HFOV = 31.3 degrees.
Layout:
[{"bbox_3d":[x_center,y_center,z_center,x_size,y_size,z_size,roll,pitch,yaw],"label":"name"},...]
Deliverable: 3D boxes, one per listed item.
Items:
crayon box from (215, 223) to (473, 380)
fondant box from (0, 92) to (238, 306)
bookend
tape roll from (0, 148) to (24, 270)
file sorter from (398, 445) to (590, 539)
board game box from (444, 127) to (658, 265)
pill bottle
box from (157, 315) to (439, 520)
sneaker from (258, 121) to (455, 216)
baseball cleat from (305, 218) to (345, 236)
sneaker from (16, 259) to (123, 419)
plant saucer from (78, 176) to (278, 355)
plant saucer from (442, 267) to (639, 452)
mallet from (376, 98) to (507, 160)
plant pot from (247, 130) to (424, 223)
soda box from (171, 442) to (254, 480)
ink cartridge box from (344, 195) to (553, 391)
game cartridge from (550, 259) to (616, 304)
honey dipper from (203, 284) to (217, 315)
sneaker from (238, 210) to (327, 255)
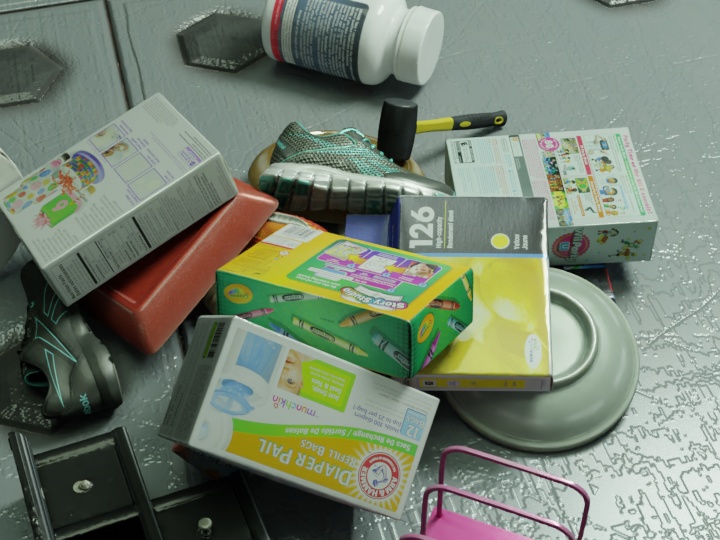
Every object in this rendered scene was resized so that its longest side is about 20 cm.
[{"bbox_3d":[-0.014,0.023,1.134,0.199,0.059,0.119,14,30,28],"label":"crayon box"},{"bbox_3d":[-0.240,-0.074,1.254,0.200,0.058,0.144,-34,45,-12],"label":"fondant box"},{"bbox_3d":[-0.174,0.210,1.085,0.199,0.092,0.199,-15,48,-15],"label":"bookend"},{"bbox_3d":[-0.422,-0.046,1.258,0.202,0.203,0.037,-30,53,-26],"label":"tape roll"},{"bbox_3d":[0.091,0.259,1.016,0.138,0.126,0.200,16,48,15],"label":"file sorter"},{"bbox_3d":[0.194,-0.076,1.339,0.199,0.064,0.148,-4,47,-1],"label":"board game box"},{"bbox_3d":[-0.007,-0.290,1.550,0.199,0.120,0.120,18,48,16],"label":"pill bottle"},{"bbox_3d":[-0.051,0.124,1.080,0.199,0.101,0.113,23,79,-21],"label":"box"},{"bbox_3d":[0.001,-0.104,1.298,0.199,0.078,0.092,11,63,-5],"label":"sneaker"},{"bbox_3d":[0.000,0.000,1.305,0.106,0.070,0.200,-20,50,-18],"label":"baseball cleat"},{"bbox_3d":[-0.300,0.063,1.240,0.079,0.076,0.200,-23,50,-18],"label":"sneaker"},{"bbox_3d":[-0.212,-0.037,1.291,0.200,0.037,0.200,27,72,40],"label":"plant saucer"},{"bbox_3d":[0.170,0.072,1.223,0.199,0.050,0.201,0,58,0],"label":"plant saucer"},{"bbox_3d":[0.096,-0.174,1.442,0.199,0.066,0.041,-20,33,-39],"label":"mallet"},{"bbox_3d":[-0.023,-0.109,1.400,0.199,0.028,0.200,5,30,-3],"label":"plant pot"},{"bbox_3d":[-0.099,0.100,1.195,0.068,0.063,0.201,38,46,-18],"label":"soda box"},{"bbox_3d":[0.078,0.019,1.206,0.199,0.047,0.199,1,59,4],"label":"ink cartridge box"},{"bbox_3d":[0.189,-0.008,1.339,0.129,0.039,0.201,-6,46,0],"label":"game cartridge"},{"bbox_3d":[-0.172,-0.006,1.338,0.038,0.038,0.200,-24,46,-21],"label":"honey dipper"},{"bbox_3d":[-0.117,-0.025,1.304,0.199,0.073,0.077,12,75,47],"label":"sneaker"}]
